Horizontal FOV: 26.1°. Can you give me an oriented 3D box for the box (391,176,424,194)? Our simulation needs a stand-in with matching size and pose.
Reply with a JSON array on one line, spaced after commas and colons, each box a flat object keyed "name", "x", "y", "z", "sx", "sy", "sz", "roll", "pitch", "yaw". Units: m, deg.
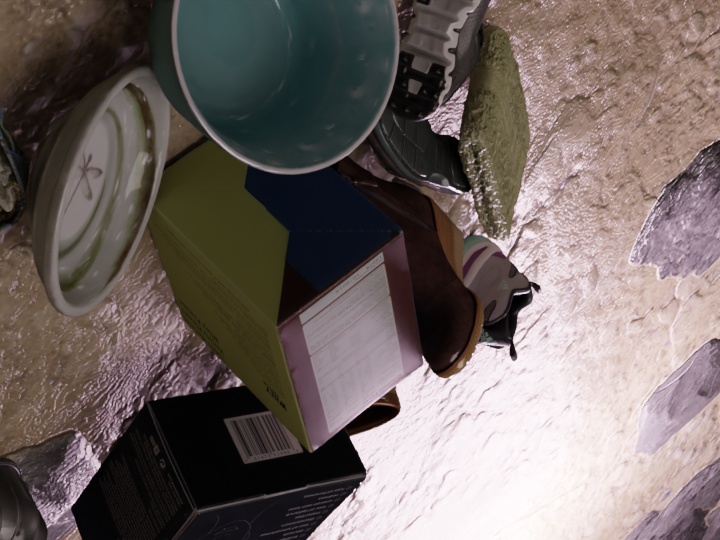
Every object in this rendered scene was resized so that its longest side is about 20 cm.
[{"name": "box", "x": 0.000, "y": 0.000, "z": 1.569, "sx": 0.200, "sy": 0.039, "sz": 0.041, "roll": -55, "pitch": 150, "yaw": 10}]

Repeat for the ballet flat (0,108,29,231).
[{"name": "ballet flat", "x": -0.278, "y": -0.095, "z": 1.070, "sx": 0.074, "sy": 0.074, "sz": 0.200, "roll": -42, "pitch": 148, "yaw": -11}]

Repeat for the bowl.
[{"name": "bowl", "x": -0.080, "y": -0.174, "z": 1.171, "sx": 0.200, "sy": 0.105, "sz": 0.201, "roll": -5, "pitch": 98, "yaw": -37}]

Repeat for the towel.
[{"name": "towel", "x": 0.132, "y": -0.131, "z": 1.537, "sx": 0.200, "sy": 0.036, "sz": 0.149, "roll": 66, "pitch": 33, "yaw": -58}]

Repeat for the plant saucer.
[{"name": "plant saucer", "x": -0.207, "y": -0.066, "z": 1.180, "sx": 0.200, "sy": 0.050, "sz": 0.201, "roll": 18, "pitch": 90, "yaw": -80}]

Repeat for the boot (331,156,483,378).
[{"name": "boot", "x": 0.029, "y": -0.007, "z": 1.418, "sx": 0.166, "sy": 0.200, "sz": 0.072, "roll": 31, "pitch": 127, "yaw": -29}]

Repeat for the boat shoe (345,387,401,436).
[{"name": "boat shoe", "x": -0.048, "y": 0.156, "z": 1.627, "sx": 0.200, "sy": 0.072, "sz": 0.076, "roll": -23, "pitch": 142, "yaw": -16}]

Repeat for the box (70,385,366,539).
[{"name": "box", "x": -0.136, "y": 0.210, "z": 1.475, "sx": 0.200, "sy": 0.124, "sz": 0.197, "roll": -6, "pitch": 146, "yaw": -40}]

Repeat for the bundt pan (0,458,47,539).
[{"name": "bundt pan", "x": -0.359, "y": 0.260, "z": 1.362, "sx": 0.202, "sy": 0.076, "sz": 0.202, "roll": -33, "pitch": 146, "yaw": -26}]

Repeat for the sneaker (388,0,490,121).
[{"name": "sneaker", "x": 0.083, "y": -0.231, "z": 1.403, "sx": 0.200, "sy": 0.066, "sz": 0.090, "roll": -69, "pitch": 164, "yaw": 12}]

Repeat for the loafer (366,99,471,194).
[{"name": "loafer", "x": 0.041, "y": -0.113, "z": 1.478, "sx": 0.200, "sy": 0.063, "sz": 0.072, "roll": 27, "pitch": 63, "yaw": -56}]

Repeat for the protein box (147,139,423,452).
[{"name": "protein box", "x": -0.065, "y": 0.008, "z": 1.339, "sx": 0.135, "sy": 0.199, "sz": 0.200, "roll": -36, "pitch": 147, "yaw": -18}]

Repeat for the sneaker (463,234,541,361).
[{"name": "sneaker", "x": 0.110, "y": 0.064, "z": 1.680, "sx": 0.200, "sy": 0.140, "sz": 0.078, "roll": -45, "pitch": 149, "yaw": -9}]
